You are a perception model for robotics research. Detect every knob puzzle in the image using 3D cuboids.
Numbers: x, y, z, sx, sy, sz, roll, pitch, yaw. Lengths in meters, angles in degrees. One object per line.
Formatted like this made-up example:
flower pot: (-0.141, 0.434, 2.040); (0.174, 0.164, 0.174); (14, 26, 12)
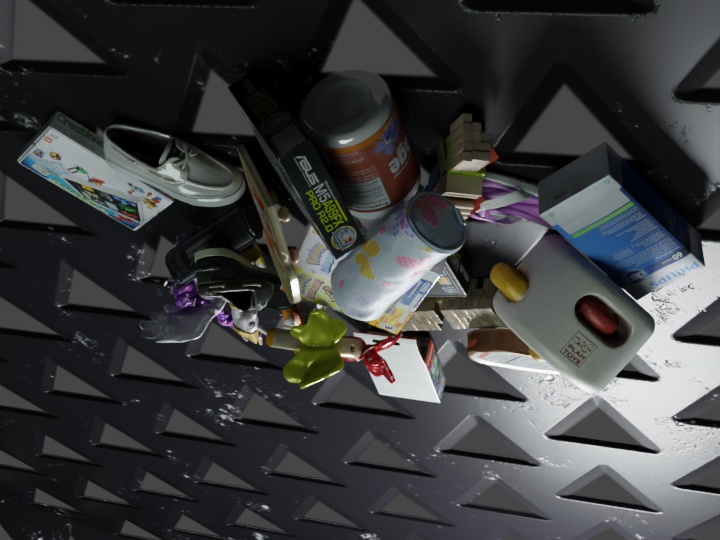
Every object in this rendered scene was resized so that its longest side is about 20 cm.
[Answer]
knob puzzle: (-0.104, -0.044, 1.567); (0.030, 0.220, 0.220); (-20, 149, -8)

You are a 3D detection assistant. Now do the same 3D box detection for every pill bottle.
pill bottle: (0.009, -0.134, 1.437); (0.111, 0.113, 0.200); (4, 148, 22)

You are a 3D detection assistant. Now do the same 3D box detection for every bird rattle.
bird rattle: (-0.043, 0.103, 1.748); (0.162, 0.114, 0.199); (8, -175, 39)

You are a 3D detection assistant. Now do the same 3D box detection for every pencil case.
pencil case: (0.044, -0.014, 1.457); (0.090, 0.084, 0.200); (5, 150, -31)

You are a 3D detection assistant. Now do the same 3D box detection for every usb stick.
usb stick: (-0.203, -0.035, 1.661); (0.200, 0.033, 0.056); (-28, 88, 43)

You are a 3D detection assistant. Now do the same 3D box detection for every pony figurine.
pony figurine: (-0.224, 0.028, 1.812); (0.192, 0.167, 0.201); (9, 133, 8)

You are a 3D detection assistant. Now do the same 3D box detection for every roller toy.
roller toy: (0.263, 0.058, 1.523); (0.182, 0.140, 0.200); (45, -172, 31)

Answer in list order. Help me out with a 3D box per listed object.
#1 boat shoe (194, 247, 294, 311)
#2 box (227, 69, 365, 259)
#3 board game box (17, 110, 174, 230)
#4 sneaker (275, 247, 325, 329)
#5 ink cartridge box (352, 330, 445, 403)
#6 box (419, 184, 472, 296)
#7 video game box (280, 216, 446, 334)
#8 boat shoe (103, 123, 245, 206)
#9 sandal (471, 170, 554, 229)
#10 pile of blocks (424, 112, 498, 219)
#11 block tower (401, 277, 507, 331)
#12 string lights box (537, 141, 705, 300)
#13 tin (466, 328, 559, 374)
boat shoe: (-0.158, 0.029, 1.669); (0.071, 0.068, 0.200); (-19, 155, 28)
box: (-0.077, -0.126, 1.413); (0.044, 0.200, 0.161); (-32, 128, -3)
board game box: (-0.371, -0.137, 1.707); (0.199, 0.035, 0.126); (32, 146, -24)
sneaker: (-0.086, 0.025, 1.793); (0.078, 0.078, 0.201); (13, 144, 6)
ink cartridge box: (0.064, 0.138, 1.923); (0.108, 0.051, 0.200); (6, 147, 20)
box: (0.044, -0.036, 1.634); (0.159, 0.044, 0.200); (-1, 145, 28)
video game box: (0.000, 0.000, 1.613); (0.181, 0.047, 0.200); (23, 150, -4)
boat shoe: (-0.248, -0.146, 1.600); (0.199, 0.072, 0.066); (23, 155, 7)
sandal: (0.182, -0.079, 1.500); (0.201, 0.050, 0.083); (11, 149, 12)
pile of blocks: (0.123, -0.108, 1.459); (0.062, 0.082, 0.200); (5, 142, -15)
block tower: (0.121, 0.050, 1.742); (0.199, 0.058, 0.054); (-5, 144, 30)
string lights box: (0.312, -0.054, 1.442); (0.103, 0.059, 0.200); (-30, 128, 33)
tin: (0.251, 0.119, 1.754); (0.199, 0.042, 0.112); (9, 160, -14)
